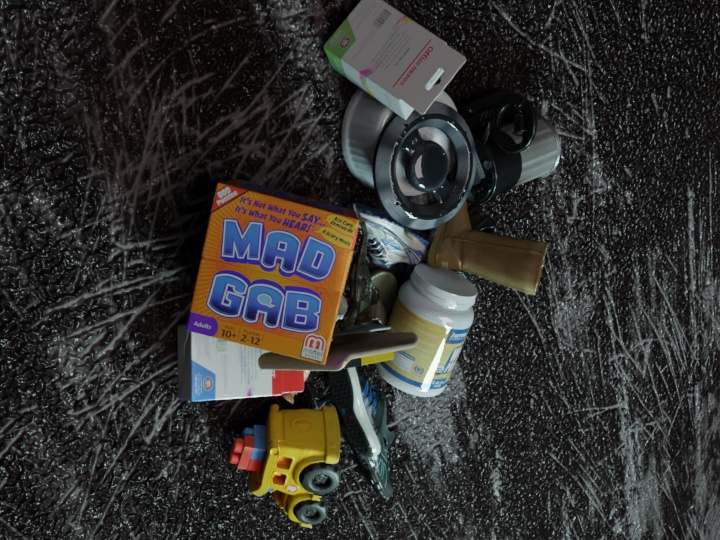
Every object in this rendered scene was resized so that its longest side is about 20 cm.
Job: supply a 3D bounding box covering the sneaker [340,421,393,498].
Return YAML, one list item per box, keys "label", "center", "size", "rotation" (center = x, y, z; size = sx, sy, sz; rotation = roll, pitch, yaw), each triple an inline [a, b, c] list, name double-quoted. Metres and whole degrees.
- label: "sneaker"
  center: [0.032, 0.351, 1.471]
  size: [0.079, 0.075, 0.203]
  rotation: [-35, 123, -20]

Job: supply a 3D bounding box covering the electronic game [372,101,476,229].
- label: "electronic game"
  center: [0.105, -0.167, 1.236]
  size: [0.196, 0.041, 0.206]
  rotation: [-8, 106, -29]

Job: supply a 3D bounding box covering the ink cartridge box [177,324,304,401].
- label: "ink cartridge box"
  center: [-0.190, 0.143, 1.240]
  size: [0.196, 0.067, 0.120]
  rotation: [2, 84, -33]

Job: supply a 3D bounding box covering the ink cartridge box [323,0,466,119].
- label: "ink cartridge box"
  center: [0.055, -0.316, 1.173]
  size: [0.118, 0.199, 0.067]
  rotation: [-49, 161, -6]

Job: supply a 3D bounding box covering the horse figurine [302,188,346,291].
- label: "horse figurine"
  center: [-0.095, -0.026, 1.253]
  size: [0.129, 0.050, 0.206]
  rotation: [-11, 99, -13]

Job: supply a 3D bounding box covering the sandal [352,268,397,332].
- label: "sandal"
  center: [0.017, 0.096, 1.385]
  size: [0.078, 0.057, 0.205]
  rotation: [17, 100, -31]

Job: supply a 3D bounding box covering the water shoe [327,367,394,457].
- label: "water shoe"
  center: [0.001, 0.230, 1.384]
  size: [0.078, 0.071, 0.205]
  rotation: [-23, 99, -42]

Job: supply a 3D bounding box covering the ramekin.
- label: "ramekin"
  center: [0.073, -0.223, 1.282]
  size: [0.196, 0.097, 0.206]
  rotation: [-12, 114, -29]

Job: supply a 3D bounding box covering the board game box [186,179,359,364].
- label: "board game box"
  center: [-0.120, -0.006, 1.119]
  size: [0.195, 0.200, 0.205]
  rotation: [14, 97, -3]

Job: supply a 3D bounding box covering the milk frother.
- label: "milk frother"
  center: [0.277, -0.225, 1.341]
  size: [0.186, 0.198, 0.185]
  rotation: [-24, 111, -34]

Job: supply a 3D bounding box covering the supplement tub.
- label: "supplement tub"
  center: [0.119, 0.106, 1.386]
  size: [0.142, 0.145, 0.204]
  rotation: [5, 115, -34]

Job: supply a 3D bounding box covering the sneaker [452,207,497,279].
- label: "sneaker"
  center: [0.186, -0.020, 1.443]
  size: [0.075, 0.079, 0.203]
  rotation: [24, 95, -38]

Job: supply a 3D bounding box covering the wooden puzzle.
- label: "wooden puzzle"
  center: [-0.032, 0.131, 1.199]
  size: [0.198, 0.182, 0.038]
  rotation: [-10, 94, -51]

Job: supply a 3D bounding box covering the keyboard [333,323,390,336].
- label: "keyboard"
  center: [-0.041, 0.102, 1.274]
  size: [0.196, 0.056, 0.011]
  rotation: [-5, 89, -37]

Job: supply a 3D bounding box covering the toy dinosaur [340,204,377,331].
- label: "toy dinosaur"
  center: [0.000, 0.000, 1.277]
  size: [0.088, 0.046, 0.206]
  rotation: [21, 72, -76]

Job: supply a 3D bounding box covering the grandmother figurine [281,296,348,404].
- label: "grandmother figurine"
  center: [-0.090, 0.123, 1.330]
  size: [0.202, 0.060, 0.121]
  rotation: [-55, 135, -8]

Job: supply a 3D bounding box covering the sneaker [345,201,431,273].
- label: "sneaker"
  center: [0.042, -0.048, 1.341]
  size: [0.198, 0.077, 0.086]
  rotation: [27, 97, -36]

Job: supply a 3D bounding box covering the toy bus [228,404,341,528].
- label: "toy bus"
  center: [-0.137, 0.334, 1.331]
  size: [0.187, 0.137, 0.203]
  rotation: [8, 124, -15]

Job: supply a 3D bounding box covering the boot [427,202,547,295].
- label: "boot"
  center: [0.233, -0.057, 1.369]
  size: [0.066, 0.195, 0.179]
  rotation: [59, 46, -65]
